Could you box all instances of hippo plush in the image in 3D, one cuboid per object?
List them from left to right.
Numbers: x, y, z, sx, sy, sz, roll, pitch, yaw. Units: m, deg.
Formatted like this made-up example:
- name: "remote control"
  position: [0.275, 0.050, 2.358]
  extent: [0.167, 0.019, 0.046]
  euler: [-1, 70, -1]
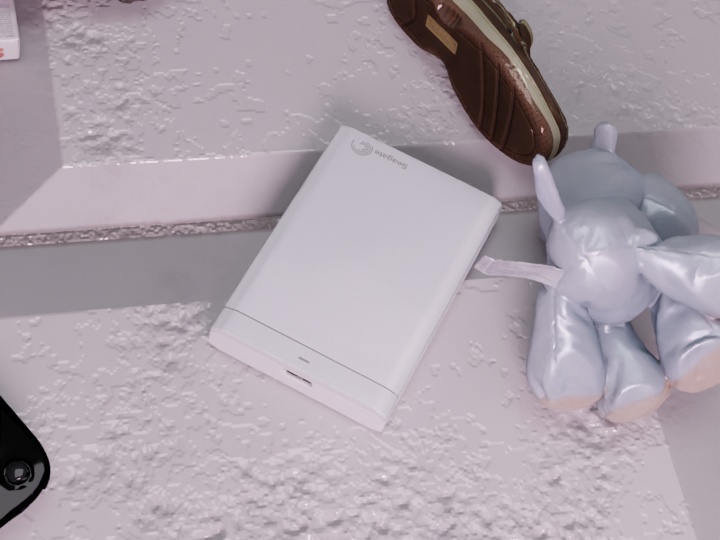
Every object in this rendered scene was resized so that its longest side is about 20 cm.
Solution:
- name: "hippo plush"
  position: [0.159, -0.002, 1.184]
  extent: [0.199, 0.160, 0.161]
  euler: [23, 23, -13]

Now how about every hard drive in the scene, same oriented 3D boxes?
- name: "hard drive"
  position: [0.000, 0.000, 1.196]
  extent: [0.131, 0.027, 0.201]
  euler: [26, 55, 7]

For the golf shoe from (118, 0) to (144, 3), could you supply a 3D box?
- name: "golf shoe"
  position: [-0.239, -0.244, 1.273]
  extent: [0.199, 0.073, 0.092]
  euler: [4, 29, -33]

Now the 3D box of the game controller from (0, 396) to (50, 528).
- name: "game controller"
  position: [-0.283, 0.089, 1.073]
  extent: [0.104, 0.042, 0.200]
  euler: [-35, 68, -28]

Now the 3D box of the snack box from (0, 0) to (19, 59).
- name: "snack box"
  position: [-0.348, -0.180, 1.248]
  extent: [0.198, 0.024, 0.072]
  euler: [-6, 59, -15]

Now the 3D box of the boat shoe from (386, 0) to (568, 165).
- name: "boat shoe"
  position: [0.103, -0.166, 1.299]
  extent: [0.074, 0.075, 0.203]
  euler: [-20, 62, -29]
